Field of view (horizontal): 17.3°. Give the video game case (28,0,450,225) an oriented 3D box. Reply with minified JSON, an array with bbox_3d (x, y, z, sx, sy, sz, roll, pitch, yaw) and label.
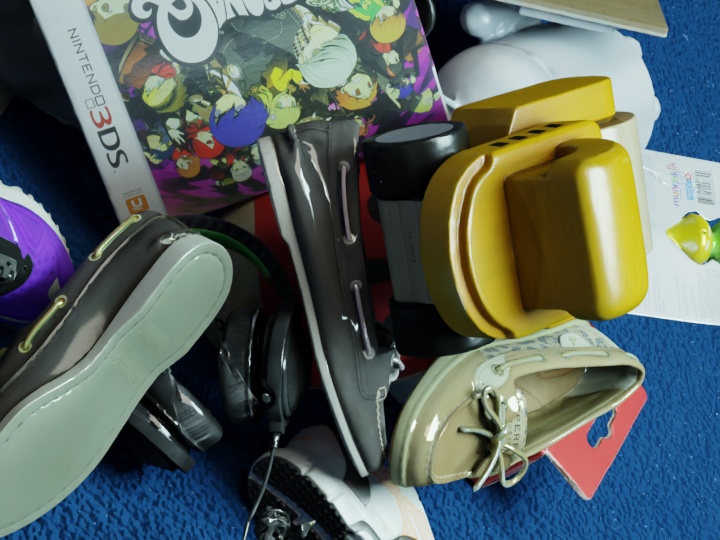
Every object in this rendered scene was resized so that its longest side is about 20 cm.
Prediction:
[{"bbox_3d":[-0.067,-0.126,1.296,0.036,0.199,0.182,-110,-179,-56],"label":"video game case"}]

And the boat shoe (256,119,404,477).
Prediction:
[{"bbox_3d":[-0.004,0.015,1.272,0.067,0.057,0.201,-103,178,-74],"label":"boat shoe"}]

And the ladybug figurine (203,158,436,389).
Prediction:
[{"bbox_3d":[0.000,0.000,1.348,0.199,0.072,0.136,-10,90,-3],"label":"ladybug figurine"}]

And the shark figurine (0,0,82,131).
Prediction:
[{"bbox_3d":[-0.217,-0.123,1.284,0.214,0.089,0.128,-14,75,-48],"label":"shark figurine"}]

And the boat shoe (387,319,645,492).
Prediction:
[{"bbox_3d":[0.089,0.075,1.347,0.063,0.074,0.200,24,34,29],"label":"boat shoe"}]

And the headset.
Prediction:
[{"bbox_3d":[-0.080,0.062,1.262,0.094,0.123,0.200,68,-3,-74],"label":"headset"}]

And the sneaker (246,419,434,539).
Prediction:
[{"bbox_3d":[0.025,0.167,1.345,0.200,0.074,0.080,54,41,-4],"label":"sneaker"}]

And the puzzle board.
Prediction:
[{"bbox_3d":[0.097,-0.194,1.551,0.199,0.017,0.151,11,23,-4],"label":"puzzle board"}]

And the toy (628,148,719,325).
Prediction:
[{"bbox_3d":[0.134,-0.022,1.458,0.199,0.047,0.116,6,64,-17],"label":"toy"}]

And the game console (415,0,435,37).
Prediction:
[{"bbox_3d":[-0.087,-0.172,1.360,0.172,0.119,0.200,-31,87,-19],"label":"game console"}]

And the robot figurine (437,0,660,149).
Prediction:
[{"bbox_3d":[0.116,-0.101,1.551,0.200,0.113,0.170,-21,90,-48],"label":"robot figurine"}]

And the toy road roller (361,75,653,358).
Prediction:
[{"bbox_3d":[0.107,-0.027,1.255,0.200,0.146,0.123,-20,106,-42],"label":"toy road roller"}]

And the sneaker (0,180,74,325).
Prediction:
[{"bbox_3d":[-0.207,-0.009,1.187,0.200,0.069,0.100,48,17,-48],"label":"sneaker"}]

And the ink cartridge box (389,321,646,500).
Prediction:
[{"bbox_3d":[0.077,0.049,1.464,0.200,0.067,0.116,48,44,-10],"label":"ink cartridge box"}]

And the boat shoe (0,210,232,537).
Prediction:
[{"bbox_3d":[-0.152,0.053,1.225,0.201,0.061,0.072,-47,143,-15],"label":"boat shoe"}]
